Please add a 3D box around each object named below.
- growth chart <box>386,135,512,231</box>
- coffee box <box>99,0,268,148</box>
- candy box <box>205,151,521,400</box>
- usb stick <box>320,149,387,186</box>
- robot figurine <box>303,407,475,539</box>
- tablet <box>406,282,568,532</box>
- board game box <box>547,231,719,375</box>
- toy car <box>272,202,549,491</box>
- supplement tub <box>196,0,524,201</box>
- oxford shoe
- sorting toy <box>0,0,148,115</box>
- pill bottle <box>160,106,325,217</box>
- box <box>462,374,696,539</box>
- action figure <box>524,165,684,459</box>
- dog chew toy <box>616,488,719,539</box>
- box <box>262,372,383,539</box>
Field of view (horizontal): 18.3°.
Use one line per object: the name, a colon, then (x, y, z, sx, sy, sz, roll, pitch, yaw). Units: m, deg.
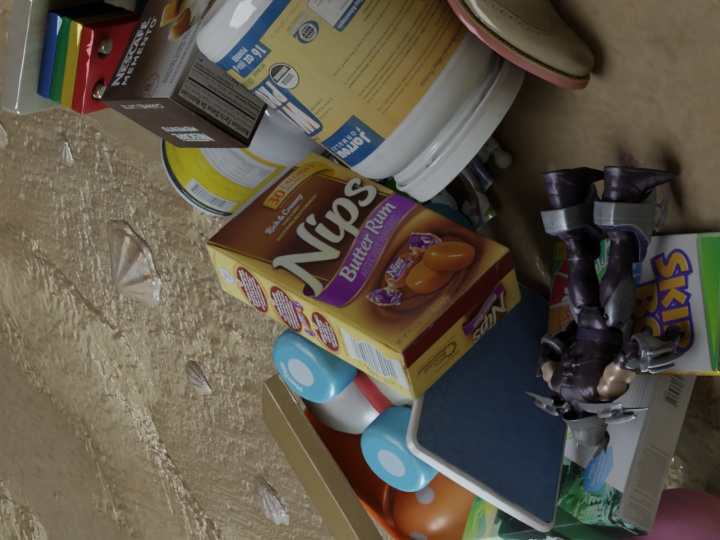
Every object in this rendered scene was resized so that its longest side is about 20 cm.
growth chart: (0.047, -0.068, 1.727, 0.145, 0.018, 0.200, 47, 139, 14)
coffee box: (-0.101, -0.197, 1.686, 0.080, 0.200, 0.114, 31, 166, -30)
candy box: (0.000, 0.000, 1.588, 0.200, 0.117, 0.056, 27, 148, 37)
usb stick: (-0.043, -0.044, 1.790, 0.055, 0.033, 0.200, 37, 140, -10)
robot figurine: (0.039, 0.144, 1.819, 0.200, 0.144, 0.117, 39, -177, 34)
tablet: (0.097, 0.080, 1.591, 0.130, 0.200, 0.014, 33, 134, -20)
board game box: (0.202, 0.024, 1.548, 0.200, 0.030, 0.096, -2, 81, 53)
toy car: (0.020, 0.083, 1.714, 0.177, 0.184, 0.200, 45, 147, 3)
supplement tub: (0.001, -0.156, 1.575, 0.200, 0.145, 0.145, 37, 149, -10)
oxford shoe: (0.094, -0.208, 1.531, 0.200, 0.070, 0.075, 45, 115, 4)
sorting toy: (-0.180, -0.224, 1.752, 0.070, 0.200, 0.199, 22, 113, 27)
pill bottle: (-0.077, -0.124, 1.791, 0.112, 0.112, 0.200, 60, 147, 4)
box: (0.159, 0.131, 1.625, 0.036, 0.144, 0.200, 29, 155, -21)
action figure: (0.166, 0.029, 1.522, 0.130, 0.069, 0.200, 3, 89, 49)
dog chew toy: (0.196, 0.238, 1.584, 0.125, 0.200, 0.125, 34, 138, 38)
box: (-0.019, 0.183, 1.760, 0.200, 0.021, 0.163, 59, 171, 11)
